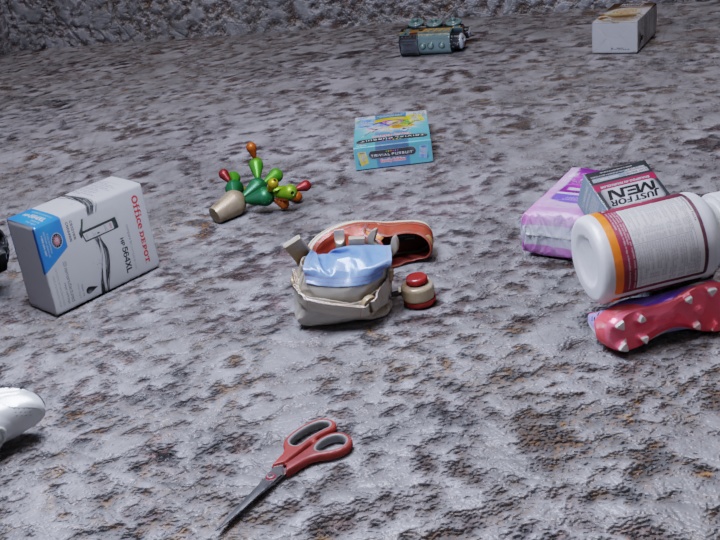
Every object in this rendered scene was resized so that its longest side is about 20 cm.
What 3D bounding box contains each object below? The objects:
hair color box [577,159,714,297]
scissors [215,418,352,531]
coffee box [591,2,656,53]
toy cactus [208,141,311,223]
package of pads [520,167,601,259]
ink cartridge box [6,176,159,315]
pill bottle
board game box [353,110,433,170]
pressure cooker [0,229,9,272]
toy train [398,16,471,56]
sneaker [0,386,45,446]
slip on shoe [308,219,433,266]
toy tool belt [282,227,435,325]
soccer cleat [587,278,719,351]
[{"bbox_3d":[0.382,-0.053,1.374,0.098,0.061,0.201,-14,51,-12],"label":"hair color box"},{"bbox_3d":[-0.092,0.215,1.092,0.199,0.014,0.073,-28,34,-35],"label":"scissors"},{"bbox_3d":[0.660,-0.606,2.548,0.114,0.080,0.200,6,28,27],"label":"coffee box"},{"bbox_3d":[-0.198,-0.145,1.819,0.199,0.103,0.165,26,50,37],"label":"toy cactus"},{"bbox_3d":[0.334,-0.086,1.532,0.120,0.076,0.200,13,32,31],"label":"package of pads"},{"bbox_3d":[-0.424,-0.042,1.581,0.084,0.147,0.199,14,33,41],"label":"ink cartridge box"},{"bbox_3d":[0.368,-0.033,1.244,0.198,0.110,0.110,-13,25,-8],"label":"pill bottle"},{"bbox_3d":[0.064,-0.261,2.025,0.150,0.047,0.200,-7,24,4],"label":"board game box"},{"bbox_3d":[-0.653,-0.033,1.585,0.199,0.177,0.178,-28,2,-42],"label":"pressure cooker"},{"bbox_3d":[0.193,-0.620,2.729,0.198,0.086,0.114,3,39,18],"label":"toy train"},{"bbox_3d":[-0.452,0.205,1.171,0.199,0.075,0.087,-27,42,-23],"label":"sneaker"},{"bbox_3d":[0.016,-0.035,1.529,0.198,0.075,0.061,-7,27,-9],"label":"slip on shoe"},{"bbox_3d":[0.000,0.000,1.390,0.198,0.124,0.125,-7,25,0],"label":"toy tool belt"},{"bbox_3d":[0.377,0.048,1.250,0.198,0.067,0.076,-16,21,-11],"label":"soccer cleat"}]
